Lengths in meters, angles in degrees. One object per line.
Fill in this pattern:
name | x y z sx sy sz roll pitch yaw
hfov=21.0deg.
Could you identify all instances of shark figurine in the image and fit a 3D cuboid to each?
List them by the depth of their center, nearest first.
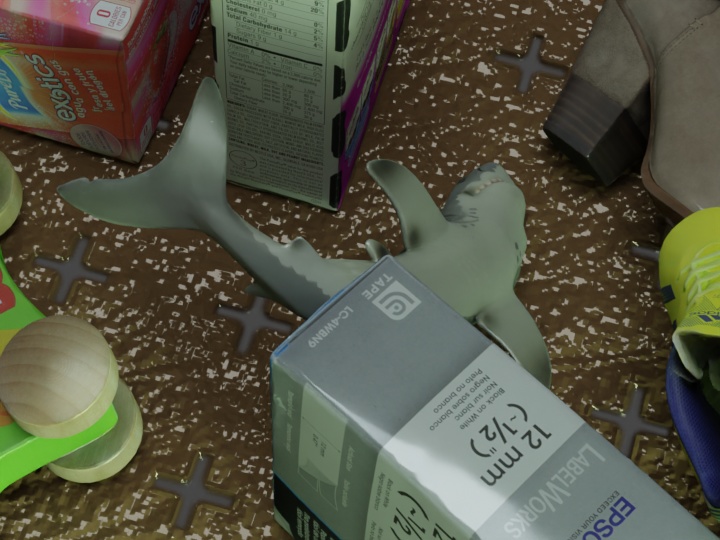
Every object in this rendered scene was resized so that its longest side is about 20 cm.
shark figurine | -0.009 0.010 0.782 0.214 0.089 0.129 6 56 -43

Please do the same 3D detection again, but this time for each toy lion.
toy lion | -0.201 0.047 0.782 0.191 0.069 0.200 -27 64 -8

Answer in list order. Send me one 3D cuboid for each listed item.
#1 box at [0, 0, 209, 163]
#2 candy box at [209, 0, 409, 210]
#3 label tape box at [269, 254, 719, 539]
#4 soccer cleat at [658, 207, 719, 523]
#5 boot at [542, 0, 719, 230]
box | -0.115 -0.164 0.881 0.102 0.095 0.201 16 61 8
candy box | -0.016 -0.137 0.810 0.061 0.200 0.137 15 60 6
label tape box | 0.056 0.107 0.705 0.066 0.143 0.200 -39 69 -22
soccer cleat | 0.138 0.028 0.694 0.065 0.084 0.200 -39 29 21
boot | 0.178 -0.073 0.837 0.146 0.070 0.200 -46 60 -2
